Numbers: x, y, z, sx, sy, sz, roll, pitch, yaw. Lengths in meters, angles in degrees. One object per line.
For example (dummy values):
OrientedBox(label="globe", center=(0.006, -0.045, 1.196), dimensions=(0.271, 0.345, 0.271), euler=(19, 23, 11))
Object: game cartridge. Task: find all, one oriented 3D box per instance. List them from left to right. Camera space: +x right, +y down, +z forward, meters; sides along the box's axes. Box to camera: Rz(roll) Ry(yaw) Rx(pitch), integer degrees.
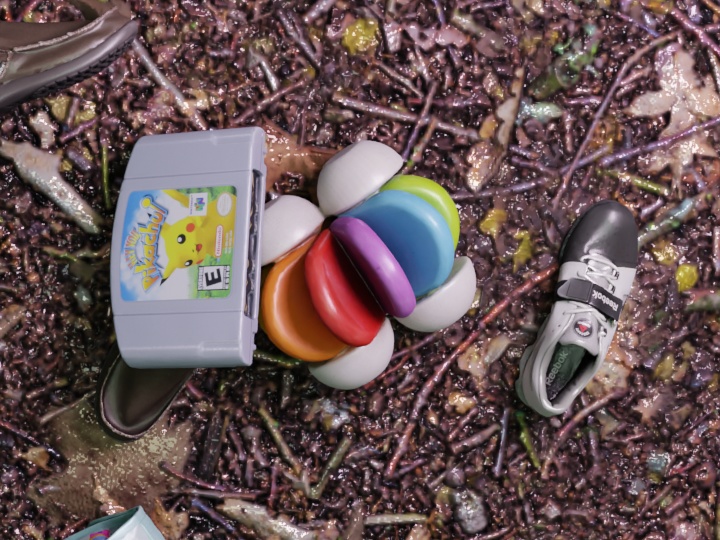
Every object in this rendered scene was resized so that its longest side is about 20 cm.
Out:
OrientedBox(label="game cartridge", center=(-0.146, -0.019, 1.405), dimensions=(0.132, 0.040, 0.203), euler=(-4, 76, 25))

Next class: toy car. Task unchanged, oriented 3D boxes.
OrientedBox(label="toy car", center=(0.000, 0.000, 1.415), dimensions=(0.199, 0.150, 0.176), euler=(-34, 100, 0))

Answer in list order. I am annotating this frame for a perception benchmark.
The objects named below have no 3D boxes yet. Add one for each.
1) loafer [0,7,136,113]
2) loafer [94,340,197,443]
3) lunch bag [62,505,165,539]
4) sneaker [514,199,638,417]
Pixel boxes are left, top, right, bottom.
OrientedBox(label="loafer", center=(-0.283, -0.178, 1.393), dimensions=(0.198, 0.073, 0.072), euler=(-24, 94, -5))
OrientedBox(label="loafer", center=(-0.169, 0.061, 1.447), dimensions=(0.072, 0.071, 0.201), euler=(29, 95, -9))
OrientedBox(label="lunch bag", center=(-0.227, 0.317, 1.457), dimensions=(0.199, 0.122, 0.172), euler=(-31, 99, 5))
OrientedBox(label="sneaker", center=(0.201, 0.038, 1.473), dimensions=(0.073, 0.089, 0.202), euler=(18, 95, -6))
